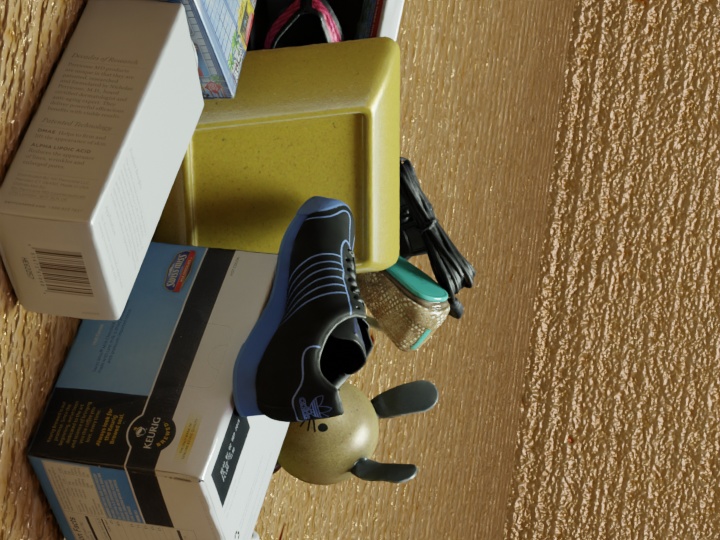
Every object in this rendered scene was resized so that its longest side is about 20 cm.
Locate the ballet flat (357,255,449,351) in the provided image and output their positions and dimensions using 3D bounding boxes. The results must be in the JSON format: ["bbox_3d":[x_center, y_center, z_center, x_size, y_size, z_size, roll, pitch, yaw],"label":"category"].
[{"bbox_3d":[0.000,0.000,1.729,0.070,0.200,0.065,8,117,-36],"label":"ballet flat"}]

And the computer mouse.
[{"bbox_3d":[0.058,-0.023,1.767,0.141,0.046,0.200,64,-10,6],"label":"computer mouse"}]

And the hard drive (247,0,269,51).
[{"bbox_3d":[-0.096,-0.203,1.661,0.135,0.042,0.200,-69,163,-45],"label":"hard drive"}]

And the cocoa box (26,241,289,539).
[{"bbox_3d":[-0.132,0.096,1.485,0.133,0.131,0.200,77,24,-49],"label":"cocoa box"}]

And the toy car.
[{"bbox_3d":[-0.042,0.121,1.741,0.158,0.200,0.164,83,20,-49],"label":"toy car"}]

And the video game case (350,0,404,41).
[{"bbox_3d":[-0.023,-0.173,1.709,0.200,0.017,0.143,20,-81,65],"label":"video game case"}]

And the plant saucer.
[{"bbox_3d":[-0.064,-0.064,1.539,0.048,0.200,0.200,-110,-164,-55],"label":"plant saucer"}]

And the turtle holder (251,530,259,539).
[{"bbox_3d":[-0.118,0.252,1.573,0.185,0.141,0.132,16,94,-51],"label":"turtle holder"}]

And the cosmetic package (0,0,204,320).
[{"bbox_3d":[-0.168,-0.076,1.368,0.102,0.074,0.200,83,18,-49],"label":"cosmetic package"}]

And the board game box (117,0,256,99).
[{"bbox_3d":[-0.126,-0.252,1.420,0.200,0.062,0.200,58,38,-59],"label":"board game box"}]

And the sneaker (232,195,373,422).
[{"bbox_3d":[-0.023,0.028,1.457,0.070,0.078,0.200,74,26,-45],"label":"sneaker"}]

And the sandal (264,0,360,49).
[{"bbox_3d":[-0.044,-0.169,1.640,0.045,0.075,0.200,-75,174,-76],"label":"sandal"}]
